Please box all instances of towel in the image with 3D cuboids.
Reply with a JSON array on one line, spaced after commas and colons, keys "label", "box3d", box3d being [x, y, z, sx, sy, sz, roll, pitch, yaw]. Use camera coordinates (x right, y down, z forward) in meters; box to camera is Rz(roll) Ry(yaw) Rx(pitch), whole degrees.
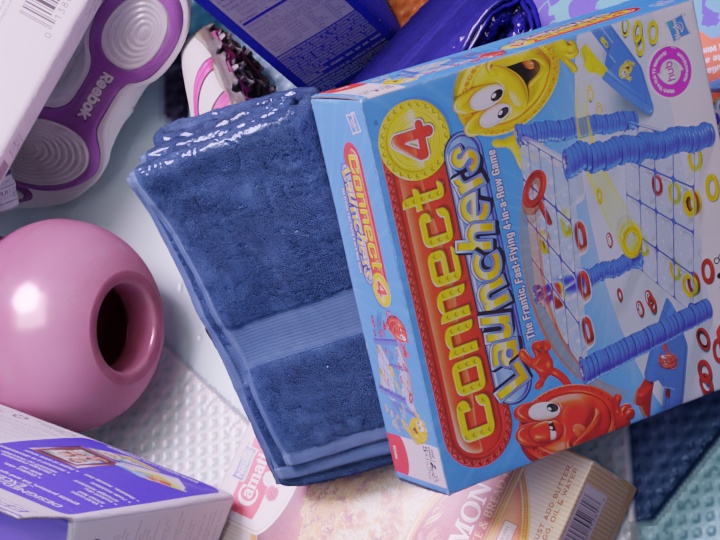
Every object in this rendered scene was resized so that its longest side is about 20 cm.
[{"label": "towel", "box3d": [-0.031, 0.011, 1.148, 0.111, 0.049, 0.201, -16, 108, 23]}, {"label": "towel", "box3d": [0.034, -0.093, 1.242, 0.050, 0.200, 0.148, 44, 93, -11]}]

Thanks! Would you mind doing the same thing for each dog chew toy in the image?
[{"label": "dog chew toy", "box3d": [-0.214, 0.033, 1.349, 0.199, 0.124, 0.126, -1, 72, 35]}]

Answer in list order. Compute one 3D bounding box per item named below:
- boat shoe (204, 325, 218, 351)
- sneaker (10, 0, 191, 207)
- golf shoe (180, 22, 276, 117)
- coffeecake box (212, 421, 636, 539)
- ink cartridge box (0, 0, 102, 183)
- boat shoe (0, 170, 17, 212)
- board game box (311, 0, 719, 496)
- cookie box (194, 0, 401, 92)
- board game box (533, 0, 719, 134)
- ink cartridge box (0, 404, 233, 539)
[{"label": "boat shoe", "box3d": [0.000, 0.000, 1.243, 0.199, 0.072, 0.065, -13, 87, -24]}, {"label": "sneaker", "box3d": [-0.166, -0.117, 1.411, 0.200, 0.075, 0.100, -44, 15, 23]}, {"label": "golf shoe", "box3d": [-0.079, -0.054, 1.334, 0.092, 0.073, 0.201, -28, 62, 16]}, {"label": "coffeecake box", "box3d": [0.023, 0.143, 1.214, 0.199, 0.073, 0.154, 21, 84, 31]}, {"label": "ink cartridge box", "box3d": [-0.261, -0.140, 1.311, 0.175, 0.045, 0.201, 28, 83, 2]}, {"label": "boat shoe", "box3d": [-0.285, -0.060, 1.411, 0.199, 0.072, 0.063, -4, 99, 41]}, {"label": "board game box", "box3d": [0.092, -0.015, 1.127, 0.056, 0.195, 0.202, 10, 116, 62]}, {"label": "cookie box", "box3d": [-0.070, -0.215, 1.312, 0.075, 0.200, 0.172, -31, 61, 13]}, {"label": "board game box", "box3d": [0.158, -0.108, 1.251, 0.151, 0.045, 0.202, -13, 68, 22]}, {"label": "ink cartridge box", "box3d": [-0.199, 0.108, 1.174, 0.197, 0.200, 0.044, 18, 95, 27]}]
